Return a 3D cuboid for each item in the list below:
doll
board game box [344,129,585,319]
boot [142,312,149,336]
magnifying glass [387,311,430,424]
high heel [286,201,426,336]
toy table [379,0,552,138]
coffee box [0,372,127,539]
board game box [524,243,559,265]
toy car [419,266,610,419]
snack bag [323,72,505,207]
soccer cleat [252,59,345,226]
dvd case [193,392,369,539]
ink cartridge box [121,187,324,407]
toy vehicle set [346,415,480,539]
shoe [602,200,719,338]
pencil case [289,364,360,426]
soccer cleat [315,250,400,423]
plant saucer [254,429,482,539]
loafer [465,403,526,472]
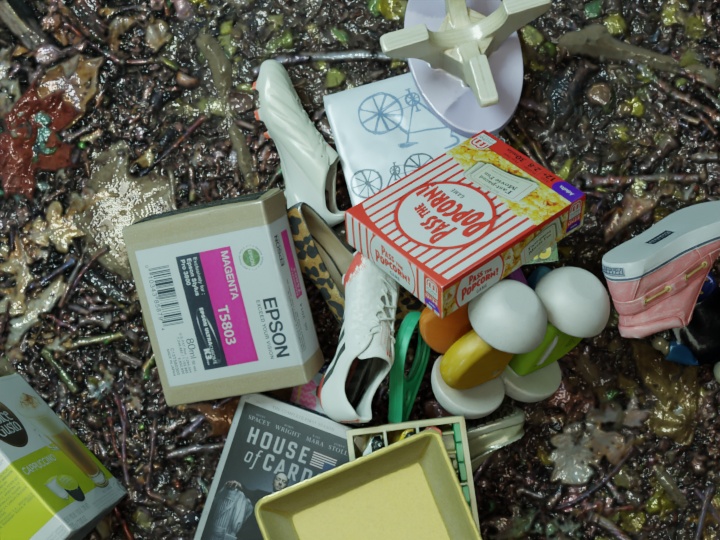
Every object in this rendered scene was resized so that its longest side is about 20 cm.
[{"bbox_3d":[0.378,0.040,1.192,0.136,0.048,0.201,-29,88,-1],"label":"doll"},{"bbox_3d":[0.107,-0.053,1.094,0.199,0.047,0.151,-32,50,-25],"label":"board game box"},{"bbox_3d":[-0.167,0.013,1.212,0.200,0.074,0.076,-44,77,3],"label":"boot"},{"bbox_3d":[0.043,0.144,1.151,0.022,0.079,0.202,11,92,23],"label":"magnifying glass"},{"bbox_3d":[0.000,0.000,1.166,0.198,0.143,0.072,13,45,7],"label":"high heel"},{"bbox_3d":[0.111,-0.254,1.161,0.183,0.117,0.201,-27,80,-1],"label":"toy table"},{"bbox_3d":[-0.411,0.254,1.150,0.200,0.200,0.198,-43,87,2],"label":"coffee box"},{"bbox_3d":[0.123,-0.051,1.219,0.198,0.023,0.106,-5,86,3],"label":"board game box"},{"bbox_3d":[0.152,0.052,1.143,0.199,0.176,0.151,-10,54,-31],"label":"toy car"},{"bbox_3d":[0.070,-0.131,1.211,0.187,0.021,0.202,-15,79,1],"label":"snack bag"},{"bbox_3d":[-0.064,-0.142,1.204,0.077,0.069,0.202,-12,96,22],"label":"soccer cleat"},{"bbox_3d":[-0.087,0.244,1.143,0.149,0.025,0.202,18,91,11],"label":"dvd case"},{"bbox_3d":[-0.143,0.030,1.126,0.163,0.075,0.202,-11,100,15],"label":"ink cartridge box"},{"bbox_3d":[0.059,0.256,1.097,0.123,0.027,0.202,-8,85,-1],"label":"toy vehicle set"},{"bbox_3d":[0.342,-0.003,1.139,0.199,0.071,0.092,-25,111,-25],"label":"shoe"},{"bbox_3d":[-0.046,0.205,1.191,0.090,0.083,0.202,16,91,31],"label":"pencil case"},{"bbox_3d":[0.010,0.063,1.109,0.068,0.085,0.202,20,85,-29],"label":"soccer cleat"},{"bbox_3d":[0.021,0.284,1.057,0.199,0.048,0.201,-22,84,-1],"label":"plant saucer"},{"bbox_3d":[0.101,0.213,1.193,0.199,0.076,0.069,-27,96,14],"label":"loafer"}]
